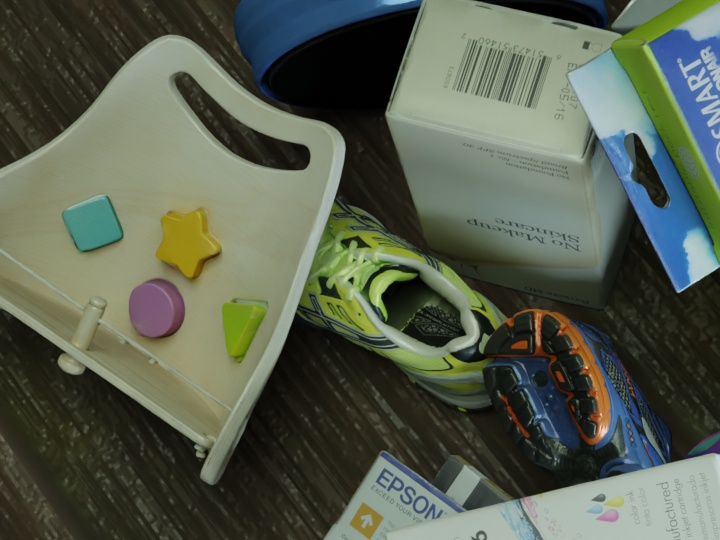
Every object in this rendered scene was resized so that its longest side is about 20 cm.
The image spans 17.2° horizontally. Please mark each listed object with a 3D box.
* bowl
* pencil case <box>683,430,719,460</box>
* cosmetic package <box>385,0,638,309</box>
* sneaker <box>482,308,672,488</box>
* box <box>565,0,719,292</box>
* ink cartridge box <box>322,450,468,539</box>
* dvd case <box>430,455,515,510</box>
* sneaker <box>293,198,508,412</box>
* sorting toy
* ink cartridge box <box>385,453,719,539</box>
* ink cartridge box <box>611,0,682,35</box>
[{"bbox_3d":[0.035,-0.129,1.251,0.200,0.201,0.040,-11,79,4],"label":"bowl"},{"bbox_3d":[0.238,0.157,1.167,0.092,0.085,0.200,-10,62,-31],"label":"pencil case"},{"bbox_3d":[0.082,-0.057,1.213,0.103,0.200,0.073,14,71,15],"label":"cosmetic package"},{"bbox_3d":[0.136,0.109,1.208,0.075,0.078,0.201,-25,81,34],"label":"sneaker"},{"bbox_3d":[0.207,-0.087,1.078,0.200,0.048,0.122,-31,101,-11],"label":"box"},{"bbox_3d":[0.038,0.224,1.166,0.196,0.043,0.200,35,95,20],"label":"ink cartridge box"},{"bbox_3d":[0.082,0.210,1.180,0.200,0.016,0.149,37,100,19],"label":"dvd case"},{"bbox_3d":[0.000,0.000,1.270,0.200,0.076,0.076,26,76,18],"label":"sneaker"},{"bbox_3d":[-0.095,-0.019,1.243,0.200,0.107,0.180,33,101,19],"label":"sorting toy"},{"bbox_3d":[0.087,0.163,1.097,0.199,0.067,0.117,-16,80,17],"label":"ink cartridge box"},{"bbox_3d":[0.258,-0.114,1.188,0.200,0.145,0.145,39,83,-16],"label":"ink cartridge box"}]
